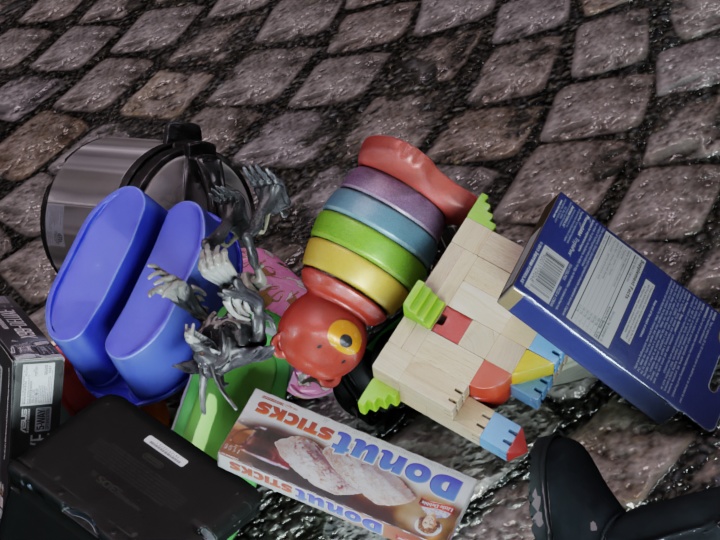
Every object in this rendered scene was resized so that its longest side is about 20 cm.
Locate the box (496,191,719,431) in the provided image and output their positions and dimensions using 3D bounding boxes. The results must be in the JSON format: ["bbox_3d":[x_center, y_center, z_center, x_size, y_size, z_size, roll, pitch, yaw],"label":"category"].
[{"bbox_3d":[0.213,0.039,1.596,0.032,0.200,0.121,-48,8,48],"label":"box"}]

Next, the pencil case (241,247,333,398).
[{"bbox_3d":[-0.076,0.046,1.870,0.083,0.086,0.200,-58,32,7],"label":"pencil case"}]

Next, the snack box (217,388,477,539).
[{"bbox_3d":[-0.011,0.163,1.607,0.199,0.024,0.072,21,53,12],"label":"snack box"}]

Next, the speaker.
[{"bbox_3d":[-0.117,0.133,1.715,0.088,0.088,0.201,0,62,37],"label":"speaker"}]

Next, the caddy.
[{"bbox_3d":[-0.191,0.023,1.788,0.141,0.105,0.201,15,69,28],"label":"caddy"}]

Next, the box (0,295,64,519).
[{"bbox_3d":[-0.320,0.142,1.806,0.050,0.201,0.158,-4,22,-27],"label":"box"}]

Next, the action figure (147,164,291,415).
[{"bbox_3d":[-0.121,0.014,1.667,0.119,0.102,0.201,-17,51,41],"label":"action figure"}]

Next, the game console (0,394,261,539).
[{"bbox_3d":[-0.198,0.225,1.644,0.200,0.117,0.176,29,53,35],"label":"game console"}]

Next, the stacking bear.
[{"bbox_3d":[0.000,0.000,1.682,0.114,0.121,0.201,15,72,57],"label":"stacking bear"}]

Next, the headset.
[{"bbox_3d":[0.031,0.100,1.720,0.123,0.094,0.200,-31,15,40],"label":"headset"}]

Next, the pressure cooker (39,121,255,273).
[{"bbox_3d":[-0.204,-0.044,2.006,0.199,0.176,0.179,6,48,47],"label":"pressure cooker"}]

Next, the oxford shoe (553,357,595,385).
[{"bbox_3d":[0.149,0.073,1.691,0.199,0.058,0.076,-21,58,36],"label":"oxford shoe"}]

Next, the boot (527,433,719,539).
[{"bbox_3d":[0.211,0.185,1.450,0.167,0.077,0.201,-19,39,20],"label":"boot"}]

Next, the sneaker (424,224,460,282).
[{"bbox_3d":[0.030,-0.007,1.832,0.089,0.079,0.200,-14,2,44],"label":"sneaker"}]

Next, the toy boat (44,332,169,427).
[{"bbox_3d":[-0.216,0.104,1.878,0.199,0.131,0.131,-29,62,-3],"label":"toy boat"}]

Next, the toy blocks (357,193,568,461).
[{"bbox_3d":[0.107,0.057,1.612,0.136,0.100,0.200,28,72,15],"label":"toy blocks"}]
